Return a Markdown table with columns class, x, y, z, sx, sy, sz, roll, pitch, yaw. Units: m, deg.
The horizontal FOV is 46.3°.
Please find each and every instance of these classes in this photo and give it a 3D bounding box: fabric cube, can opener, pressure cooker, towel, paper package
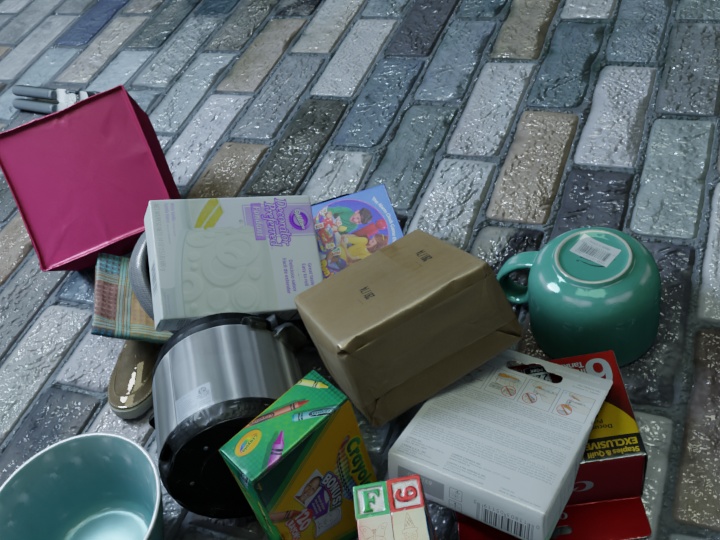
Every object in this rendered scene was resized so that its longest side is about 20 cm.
| class | x | y | z | sx | sy | sz | roll | pitch | yaw |
| --- | --- | --- | --- | --- | --- | --- | --- | --- | --- |
| fabric cube | -0.374 | -0.120 | 1.201 | 0.198 | 0.198 | 0.199 | -22 | 3 | -5 |
| can opener | -0.594 | -0.329 | 1.643 | 0.198 | 0.053 | 0.066 | 10 | 15 | 22 |
| pressure cooker | -0.141 | 0.144 | 0.934 | 0.174 | 0.180 | 0.201 | -1 | 37 | -19 |
| towel | -0.249 | 0.042 | 1.111 | 0.198 | 0.022 | 0.147 | 10 | 39 | -23 |
| paper package | 0.044 | 0.053 | 0.919 | 0.189 | 0.104 | 0.200 | -28 | 19 | -11 |

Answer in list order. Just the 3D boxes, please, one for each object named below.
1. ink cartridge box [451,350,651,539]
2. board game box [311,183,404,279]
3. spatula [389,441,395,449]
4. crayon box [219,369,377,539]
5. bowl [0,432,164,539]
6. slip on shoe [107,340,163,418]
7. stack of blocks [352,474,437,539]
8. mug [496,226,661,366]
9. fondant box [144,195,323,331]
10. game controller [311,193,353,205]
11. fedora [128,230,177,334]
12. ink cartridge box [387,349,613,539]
| class | x | y | z | sx | sy | sz | roll | pitch | yaw |
| --- | --- | --- | --- | --- | --- | --- | --- | --- | --- |
| ink cartridge box | 0.185 | 0.189 | 0.871 | 0.198 | 0.084 | 0.177 | -10 | 45 | 6 |
| board game box | 0.000 | 0.000 | 1.085 | 0.133 | 0.045 | 0.202 | -17 | 66 | -5 |
| spatula | 0.039 | 0.211 | 0.862 | 0.056 | 0.021 | 0.200 | -1 | 11 | 4 |
| crayon box | -0.050 | 0.208 | 0.835 | 0.119 | 0.201 | 0.058 | -39 | 48 | -22 |
| bowl | -0.290 | 0.285 | 0.896 | 0.199 | 0.106 | 0.202 | -8 | 45 | 8 |
| slip on shoe | -0.285 | 0.099 | 1.111 | 0.075 | 0.061 | 0.201 | 2 | 47 | 17 |
| stack of blocks | 0.044 | 0.276 | 0.737 | 0.058 | 0.201 | 0.116 | -11 | 53 | 4 |
| mug | 0.258 | 0.025 | 0.990 | 0.183 | 0.115 | 0.153 | -10 | 44 | 5 |
| fondant box | -0.149 | -0.011 | 1.005 | 0.198 | 0.058 | 0.146 | -4 | 73 | -23 |
| game controller | -0.060 | -0.049 | 1.171 | 0.199 | 0.042 | 0.105 | -20 | 63 | -25 |
| fedora | -0.193 | 0.009 | 1.065 | 0.198 | 0.090 | 0.178 | -14 | 77 | -24 |
| ink cartridge box | 0.142 | 0.160 | 0.833 | 0.160 | 0.051 | 0.200 | 16 | 36 | 27 |
